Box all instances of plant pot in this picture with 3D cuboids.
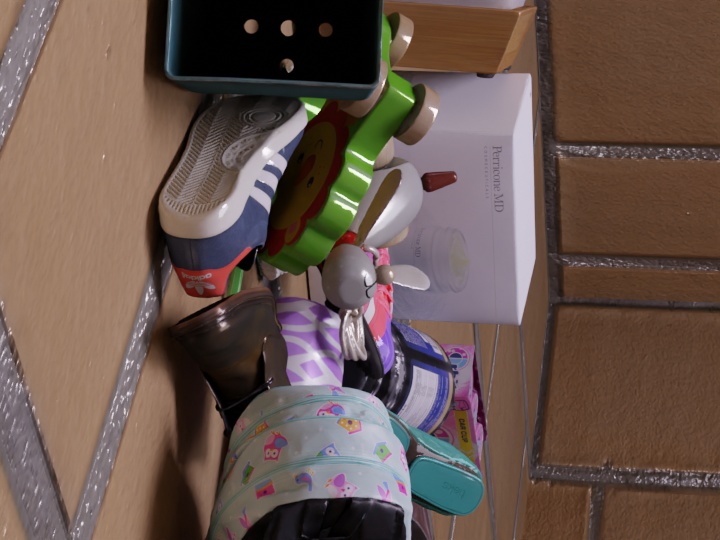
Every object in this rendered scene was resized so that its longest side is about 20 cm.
[{"bbox_3d":[-0.053,-0.184,1.436,0.200,0.140,0.143,84,9,-86],"label":"plant pot"}]

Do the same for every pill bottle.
[{"bbox_3d":[0.004,0.093,1.837,0.200,0.111,0.113,25,67,-67],"label":"pill bottle"}]

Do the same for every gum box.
[{"bbox_3d":[0.076,0.160,2.294,0.201,0.112,0.067,78,17,-55],"label":"gum box"}]

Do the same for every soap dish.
[{"bbox_3d":[0.051,-0.220,1.833,0.157,0.198,0.082,-43,137,-76],"label":"soap dish"}]

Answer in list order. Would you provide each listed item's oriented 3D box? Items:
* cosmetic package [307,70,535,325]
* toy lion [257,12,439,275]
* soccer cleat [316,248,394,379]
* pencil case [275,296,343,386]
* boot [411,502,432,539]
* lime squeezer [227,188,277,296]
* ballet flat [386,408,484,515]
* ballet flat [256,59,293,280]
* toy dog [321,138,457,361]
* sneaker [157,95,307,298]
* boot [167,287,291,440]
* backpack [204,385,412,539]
[{"bbox_3d":[0.054,-0.067,1.877,0.123,0.198,0.201,-73,161,-56],"label":"cosmetic package"},{"bbox_3d":[-0.026,-0.099,1.606,0.192,0.068,0.201,-52,-155,23],"label":"toy lion"},{"bbox_3d":[0.000,0.000,1.734,0.068,0.073,0.201,94,-22,-52],"label":"soccer cleat"},{"bbox_3d":[-0.061,0.118,1.620,0.084,0.085,0.202,31,52,-33],"label":"pencil case"},{"bbox_3d":[0.034,0.215,1.848,0.201,0.064,0.188,-93,175,-49],"label":"boot"},{"bbox_3d":[-0.084,-0.069,1.596,0.071,0.037,0.201,131,-27,-51],"label":"lime squeezer"},{"bbox_3d":[0.021,0.153,1.739,0.199,0.070,0.068,31,89,-40],"label":"ballet flat"},{"bbox_3d":[-0.043,-0.090,1.707,0.072,0.071,0.202,69,26,-66],"label":"ballet flat"},{"bbox_3d":[0.026,-0.036,1.631,0.132,0.095,0.201,71,16,-50],"label":"toy dog"},{"bbox_3d":[-0.088,-0.053,1.447,0.200,0.074,0.085,-58,148,-53],"label":"sneaker"},{"bbox_3d":[-0.076,0.070,1.442,0.200,0.074,0.098,25,42,-80],"label":"boot"},{"bbox_3d":[-0.038,0.174,1.441,0.201,0.165,0.127,107,-27,-52],"label":"backpack"}]
